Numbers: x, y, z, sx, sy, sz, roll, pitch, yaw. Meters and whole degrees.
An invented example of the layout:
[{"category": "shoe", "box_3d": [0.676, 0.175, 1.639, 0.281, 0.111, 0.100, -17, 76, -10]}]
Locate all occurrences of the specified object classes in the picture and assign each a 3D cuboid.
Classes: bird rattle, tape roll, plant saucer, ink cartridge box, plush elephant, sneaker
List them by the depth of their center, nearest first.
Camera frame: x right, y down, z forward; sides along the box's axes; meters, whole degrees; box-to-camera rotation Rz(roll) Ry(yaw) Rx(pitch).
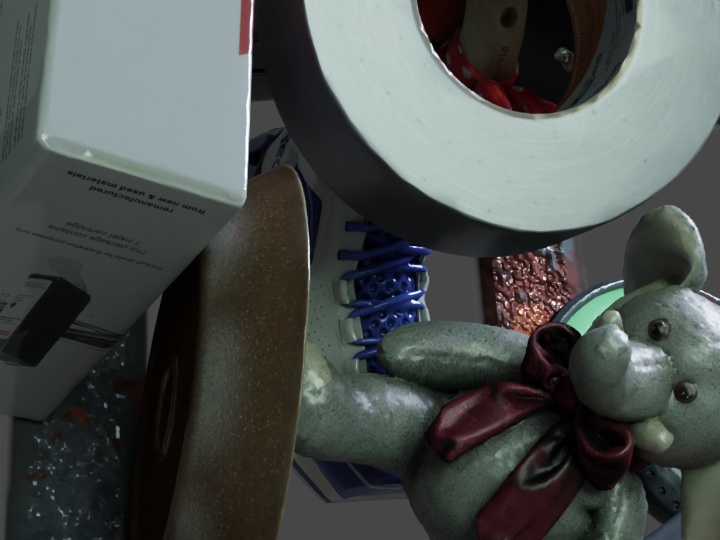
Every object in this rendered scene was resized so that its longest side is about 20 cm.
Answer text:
[{"category": "plant saucer", "box_3d": [-0.060, 0.055, 0.721, 0.036, 0.201, 0.201, 9, 57, -14]}, {"category": "ink cartridge box", "box_3d": [-0.122, -0.048, 0.742, 0.083, 0.200, 0.145, 17, 55, -25]}, {"category": "plush elephant", "box_3d": [0.093, 0.064, 0.756, 0.199, 0.155, 0.165, 4, 48, -50]}, {"category": "tape roll", "box_3d": [0.060, -0.109, 0.793, 0.199, 0.066, 0.202, 3, 81, -19]}, {"category": "sneaker", "box_3d": [0.000, -0.001, 0.840, 0.080, 0.115, 0.200, -3, 65, -31]}, {"category": "bird rattle", "box_3d": [0.057, -0.136, 0.931, 0.112, 0.201, 0.163, -15, 29, -17]}]

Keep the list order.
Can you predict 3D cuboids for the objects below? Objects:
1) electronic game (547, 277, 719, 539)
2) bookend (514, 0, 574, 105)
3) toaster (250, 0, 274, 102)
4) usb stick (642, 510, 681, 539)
[{"category": "electronic game", "box_3d": [0.167, 0.094, 0.931, 0.199, 0.042, 0.201, 15, 56, -22]}, {"category": "bookend", "box_3d": [0.106, -0.177, 0.982, 0.092, 0.199, 0.200, -24, 61, -38]}, {"category": "toaster", "box_3d": [-0.075, -0.170, 0.902, 0.129, 0.114, 0.201, 0, 62, -35]}, {"category": "usb stick", "box_3d": [0.111, 0.159, 0.813, 0.055, 0.033, 0.199, 33, 43, 32]}]
